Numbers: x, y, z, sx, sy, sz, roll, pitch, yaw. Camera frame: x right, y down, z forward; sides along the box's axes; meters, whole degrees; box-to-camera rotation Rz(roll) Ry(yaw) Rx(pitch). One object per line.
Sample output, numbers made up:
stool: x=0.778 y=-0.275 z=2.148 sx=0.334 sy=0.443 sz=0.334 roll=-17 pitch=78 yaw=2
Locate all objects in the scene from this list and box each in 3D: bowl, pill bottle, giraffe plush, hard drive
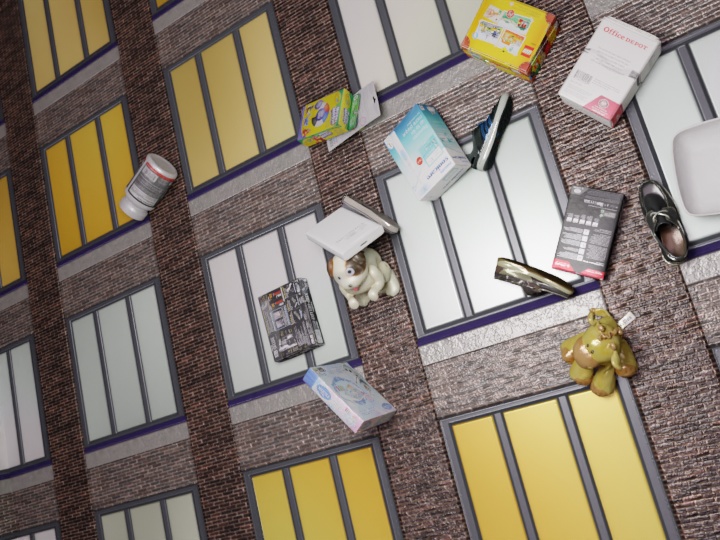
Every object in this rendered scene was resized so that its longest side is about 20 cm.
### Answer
bowl: x=0.779 y=-0.220 z=1.372 sx=0.196 sy=0.074 sz=0.205 roll=-11 pitch=81 yaw=27
pill bottle: x=-0.704 y=-0.273 z=2.118 sx=0.201 sy=0.115 sz=0.116 roll=-49 pitch=67 yaw=15
giraffe plush: x=0.530 y=0.173 z=1.415 sx=0.171 sy=0.161 sz=0.203 roll=33 pitch=101 yaw=25
hard drive: x=-0.044 y=-0.098 z=1.663 sx=0.131 sy=0.027 sz=0.199 roll=-36 pitch=33 yaw=-17

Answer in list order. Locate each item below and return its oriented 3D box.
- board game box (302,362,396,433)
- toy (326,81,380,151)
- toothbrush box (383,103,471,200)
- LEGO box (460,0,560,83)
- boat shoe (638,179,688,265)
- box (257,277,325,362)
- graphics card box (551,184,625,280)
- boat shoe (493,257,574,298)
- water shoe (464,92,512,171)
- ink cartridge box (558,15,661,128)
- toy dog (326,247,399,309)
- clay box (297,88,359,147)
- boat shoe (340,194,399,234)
board game box: x=-0.025 y=0.324 z=1.667 sx=0.198 sy=0.199 sz=0.044 roll=39 pitch=104 yaw=25
toy: x=-0.018 y=-0.428 z=1.813 sx=0.198 sy=0.047 sz=0.118 roll=-26 pitch=63 yaw=31
toothbrush box: x=0.171 y=-0.305 z=1.667 sx=0.146 sy=0.084 sz=0.203 roll=-42 pitch=69 yaw=37
LEGO box: x=0.375 y=-0.586 z=1.610 sx=0.198 sy=0.077 sz=0.151 roll=33 pitch=100 yaw=25
boat shoe: x=0.673 y=-0.113 z=1.422 sx=0.071 sy=0.067 sz=0.204 roll=-22 pitch=74 yaw=25
box: x=-0.203 y=0.145 z=1.859 sx=0.155 sy=0.049 sz=0.204 roll=-24 pitch=75 yaw=24
graphics card box: x=0.533 y=-0.089 z=1.501 sx=0.123 sy=0.051 sz=0.205 roll=14 pitch=93 yaw=28
boat shoe: x=0.415 y=0.029 z=1.546 sx=0.197 sy=0.073 sz=0.066 roll=26 pitch=108 yaw=30
water shoe: x=0.319 y=-0.357 z=1.623 sx=0.078 sy=0.071 sz=0.204 roll=23 pitch=95 yaw=29
ink cartridge box: x=0.578 y=-0.460 z=1.491 sx=0.145 sy=0.084 sz=0.203 roll=36 pitch=104 yaw=25
toy dog: x=0.000 y=0.000 z=1.683 sx=0.137 sy=0.199 sz=0.199 roll=-10 pitch=81 yaw=25
clay box: x=-0.090 y=-0.434 z=1.813 sx=0.197 sy=0.047 sz=0.118 roll=-11 pitch=64 yaw=42
boat shoe: x=0.015 y=-0.125 z=1.766 sx=0.199 sy=0.074 sz=0.094 roll=35 pitch=108 yaw=33
